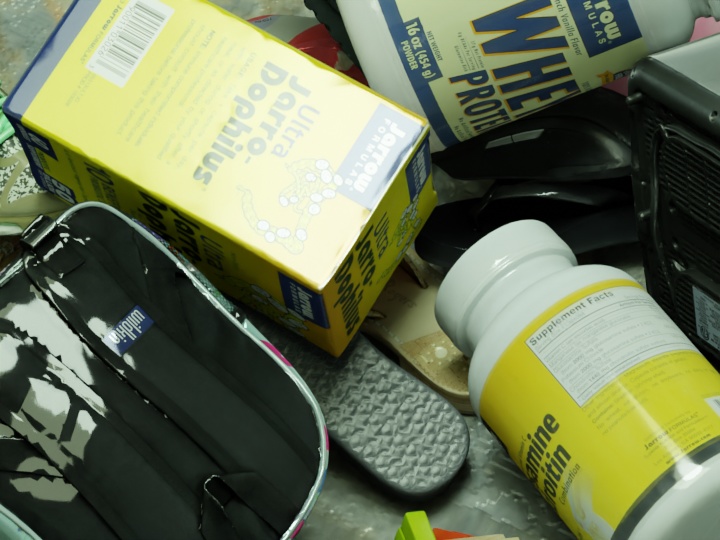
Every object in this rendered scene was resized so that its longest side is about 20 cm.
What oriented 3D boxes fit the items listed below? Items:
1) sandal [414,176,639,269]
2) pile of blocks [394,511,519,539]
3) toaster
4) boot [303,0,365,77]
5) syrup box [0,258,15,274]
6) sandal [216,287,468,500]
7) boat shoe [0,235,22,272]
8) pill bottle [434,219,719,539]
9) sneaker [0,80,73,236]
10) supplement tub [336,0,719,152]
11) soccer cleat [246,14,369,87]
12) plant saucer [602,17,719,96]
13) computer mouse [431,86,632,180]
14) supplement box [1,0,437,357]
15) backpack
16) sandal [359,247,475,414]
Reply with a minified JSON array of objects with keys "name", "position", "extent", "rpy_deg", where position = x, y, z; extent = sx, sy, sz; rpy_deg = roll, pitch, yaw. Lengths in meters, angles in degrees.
[{"name":"sandal","position":[0.125,-0.041,1.629],"extent":[0.199,0.043,0.076],"rpy_deg":[-10,25,-5]},{"name":"pile of blocks","position":[-0.011,0.165,1.484],"extent":[0.199,0.082,0.062],"rpy_deg":[-20,52,-5]},{"name":"toaster","position":[0.225,-0.023,1.504],"extent":[0.118,0.182,0.200],"rpy_deg":[-21,31,-22]},{"name":"boot","position":[0.035,-0.205,1.646],"extent":[0.168,0.200,0.077],"rpy_deg":[-36,20,13]},{"name":"syrup box","position":[-0.166,0.043,1.609],"extent":[0.079,0.082,0.200],"rpy_deg":[31,62,30]},{"name":"sandal","position":[-0.027,0.050,1.572],"extent":[0.076,0.043,0.200],"rpy_deg":[-40,81,-13]},{"name":"boat shoe","position":[-0.197,-0.014,1.670],"extent":[0.076,0.072,0.201],"rpy_deg":[14,55,7]},{"name":"pill bottle","position":[0.126,0.069,1.507],"extent":[0.112,0.112,0.200],"rpy_deg":[-31,57,-14]},{"name":"sneaker","position":[-0.220,-0.084,1.629],"extent":[0.199,0.089,0.077],"rpy_deg":[23,52,36]},{"name":"supplement tub","position":[0.093,-0.161,1.545],"extent":[0.199,0.145,0.146],"rpy_deg":[-21,51,9]},{"name":"soccer cleat","position":[-0.089,-0.119,1.729],"extent":[0.198,0.067,0.077],"rpy_deg":[-5,26,-3]},{"name":"plant saucer","position":[0.179,-0.147,1.713],"extent":[0.199,0.051,0.202],"rpy_deg":[-6,51,7]},{"name":"computer mouse","position":[0.066,-0.072,1.609],"extent":[0.199,0.046,0.140],"rpy_deg":[2,19,33]},{"name":"supplement box","position":[-0.071,-0.061,1.517],"extent":[0.199,0.109,0.110],"rpy_deg":[29,75,14]},{"name":"backpack","position":[-0.121,0.092,1.470],"extent":[0.200,0.151,0.178],"rpy_deg":[38,66,10]},{"name":"sandal","position":[0.004,-0.004,1.620],"extent":[0.078,0.070,0.211],"rpy_deg":[-41,56,-21]}]
